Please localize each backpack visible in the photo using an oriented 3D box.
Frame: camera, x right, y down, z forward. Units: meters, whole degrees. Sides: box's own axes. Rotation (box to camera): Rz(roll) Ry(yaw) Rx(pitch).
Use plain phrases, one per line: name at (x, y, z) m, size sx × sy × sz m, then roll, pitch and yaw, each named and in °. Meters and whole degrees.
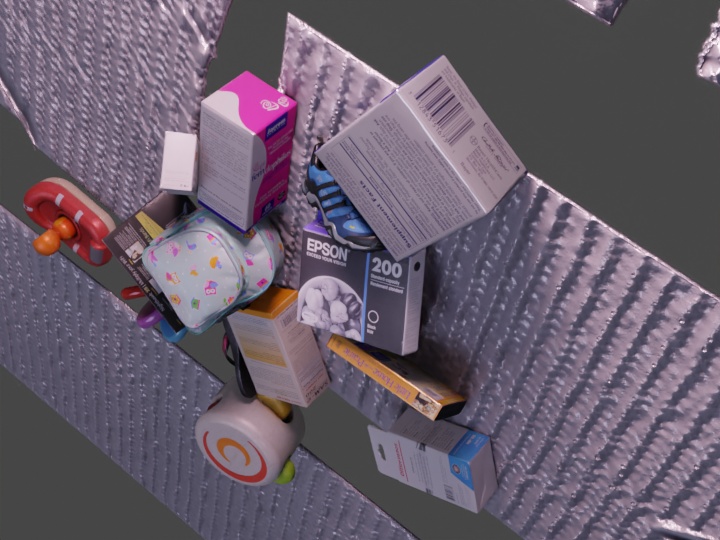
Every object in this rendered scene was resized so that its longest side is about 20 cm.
backpack at (-0.224, -0.015, 1.704) m, size 0.177 × 0.199 × 0.153 m, roll 58°, pitch -172°, yaw -4°

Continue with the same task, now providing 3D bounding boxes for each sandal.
sandal at (-0.214, 0.125, 1.912) m, size 0.045 × 0.075 × 0.202 m, roll -5°, pitch 105°, yaw 35°

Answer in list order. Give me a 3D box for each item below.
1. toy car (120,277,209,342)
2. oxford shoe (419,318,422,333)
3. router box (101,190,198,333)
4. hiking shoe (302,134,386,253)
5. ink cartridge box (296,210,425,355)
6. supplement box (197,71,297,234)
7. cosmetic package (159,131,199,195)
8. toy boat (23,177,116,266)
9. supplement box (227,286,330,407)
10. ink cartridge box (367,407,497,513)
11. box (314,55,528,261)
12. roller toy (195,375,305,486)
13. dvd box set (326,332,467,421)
toy car at (-0.342, 0.038, 1.913) m, size 0.174 × 0.150 × 0.201 m, roll -13°, pitch 113°, yaw 50°
oxford shoe at (0.005, 0.057, 1.644) m, size 0.199 × 0.071 × 0.073 m, roll 16°, pitch 139°, yaw 37°
router box at (-0.308, -0.021, 1.815) m, size 0.201 × 0.157 × 0.052 m, roll 53°, pitch 172°, yaw -5°
hiking shoe at (-0.022, -0.100, 1.486) m, size 0.200 × 0.074 × 0.087 m, roll 46°, pitch 143°, yaw 39°
ink cartridge box at (0.000, 0.000, 1.551) m, size 0.197 × 0.043 × 0.202 m, roll 15°, pitch 108°, yaw 34°
supplement box at (-0.168, -0.170, 1.584) m, size 0.103 × 0.101 × 0.201 m, roll 33°, pitch 142°, yaw 19°
cosmetic package at (-0.267, -0.158, 1.632) m, size 0.200 × 0.050 × 0.084 m, roll -157°, pitch 71°, yaw -83°
toy boat at (-0.564, -0.077, 2.052) m, size 0.199 × 0.131 × 0.131 m, roll 38°, pitch 143°, yaw 13°
supplement box at (-0.142, 0.125, 1.851) m, size 0.125 × 0.073 × 0.201 m, roll 11°, pitch 130°, yaw 39°
ink cartridge box at (0.116, 0.298, 1.750) m, size 0.199 × 0.067 × 0.117 m, roll 16°, pitch 134°, yaw 35°
box at (0.074, -0.136, 1.364) m, size 0.184 × 0.105 × 0.200 m, roll 53°, pitch 143°, yaw -8°
roller toy at (-0.200, 0.288, 2.006) m, size 0.181 × 0.140 × 0.201 m, roll 9°, pitch 131°, yaw 27°
dvd box set at (0.057, 0.155, 1.633) m, size 0.199 × 0.146 × 0.030 m, roll 33°, pitch 99°, yaw 18°
